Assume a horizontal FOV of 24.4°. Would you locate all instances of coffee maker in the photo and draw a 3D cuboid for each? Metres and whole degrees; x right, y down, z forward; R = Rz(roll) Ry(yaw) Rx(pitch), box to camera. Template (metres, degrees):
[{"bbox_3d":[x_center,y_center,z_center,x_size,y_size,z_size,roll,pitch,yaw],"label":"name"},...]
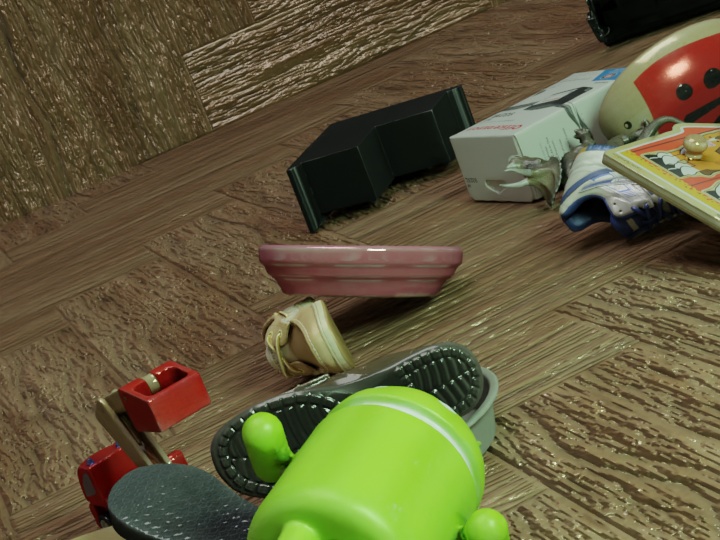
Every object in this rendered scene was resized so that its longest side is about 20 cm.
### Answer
[{"bbox_3d":[0.454,-0.421,2.541,0.200,0.135,0.192,-18,38,20],"label":"coffee maker"}]

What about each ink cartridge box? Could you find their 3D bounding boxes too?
[{"bbox_3d":[0.228,-0.159,1.935,0.200,0.084,0.145,-28,16,-24],"label":"ink cartridge box"}]

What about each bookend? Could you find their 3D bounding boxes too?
[{"bbox_3d":[0.035,-0.147,2.174,0.200,0.092,0.199,-15,17,22],"label":"bookend"}]

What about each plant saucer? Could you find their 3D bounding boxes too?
[{"bbox_3d":[0.000,0.000,1.634,0.200,0.051,0.201,0,0,0],"label":"plant saucer"}]

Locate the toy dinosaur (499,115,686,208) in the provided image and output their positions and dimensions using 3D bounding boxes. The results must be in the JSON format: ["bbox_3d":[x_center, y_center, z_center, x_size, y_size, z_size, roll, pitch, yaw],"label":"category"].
[{"bbox_3d":[0.259,-0.111,1.775,0.200,0.077,0.102,-5,33,36],"label":"toy dinosaur"}]

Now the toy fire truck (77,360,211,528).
[{"bbox_3d":[-0.169,0.141,1.291,0.049,0.141,0.200,-31,16,-32],"label":"toy fire truck"}]

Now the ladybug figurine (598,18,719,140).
[{"bbox_3d":[0.356,-0.197,1.824,0.200,0.136,0.072,-34,51,-1],"label":"ladybug figurine"}]

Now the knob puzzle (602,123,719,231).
[{"bbox_3d":[0.344,-0.094,1.446,0.219,0.031,0.220,2,29,-1],"label":"knob puzzle"}]

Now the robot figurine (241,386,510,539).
[{"bbox_3d":[0.006,0.150,1.024,0.175,0.116,0.200,19,35,15],"label":"robot figurine"}]

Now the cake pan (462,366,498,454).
[{"bbox_3d":[0.016,0.132,1.259,0.200,0.037,0.200,-21,14,5],"label":"cake pan"}]

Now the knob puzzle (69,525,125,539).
[{"bbox_3d":[-0.139,0.218,1.134,0.219,0.031,0.220,-6,19,2],"label":"knob puzzle"}]

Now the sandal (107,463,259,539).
[{"bbox_3d":[-0.093,0.185,1.122,0.200,0.043,0.076,18,36,32],"label":"sandal"}]

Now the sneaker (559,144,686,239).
[{"bbox_3d":[0.279,-0.065,1.569,0.200,0.075,0.088,2,56,43],"label":"sneaker"}]

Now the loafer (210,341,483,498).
[{"bbox_3d":[-0.009,0.108,1.192,0.200,0.073,0.071,-18,3,-4],"label":"loafer"}]

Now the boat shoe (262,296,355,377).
[{"bbox_3d":[-0.054,0.070,1.546,0.069,0.074,0.200,-26,5,-6],"label":"boat shoe"}]
